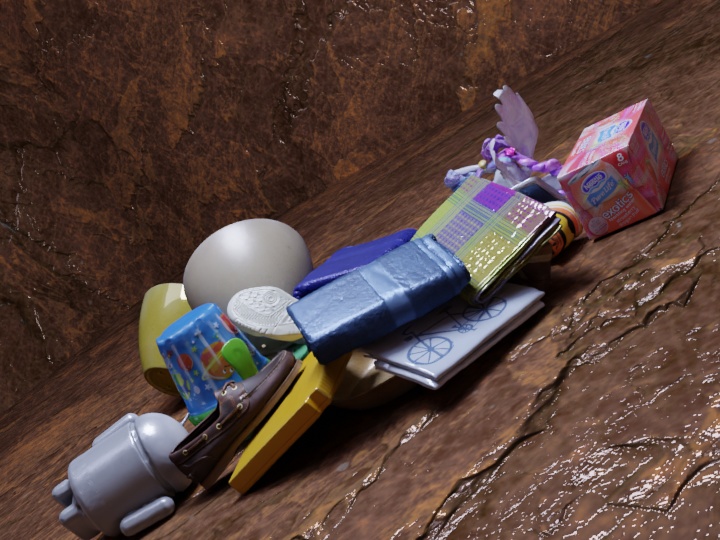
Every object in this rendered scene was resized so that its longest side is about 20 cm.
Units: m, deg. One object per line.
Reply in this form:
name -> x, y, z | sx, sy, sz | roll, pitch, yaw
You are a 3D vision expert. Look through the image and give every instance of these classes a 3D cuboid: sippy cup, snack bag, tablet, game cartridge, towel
sippy cup -> -0.205, 0.121, 1.272 | 0.177, 0.131, 0.140 | -28, 12, 24
snack bag -> 0.080, 0.058, 1.068 | 0.188, 0.022, 0.199 | -34, 30, -31
tablet -> 0.191, -0.066, 1.313 | 0.199, 0.130, 0.014 | -25, 58, 31
game cartridge -> -0.071, 0.154, 1.122 | 0.176, 0.032, 0.200 | -48, 9, 27
towel -> 0.022, 0.034, 1.060 | 0.198, 0.049, 0.112 | -27, 31, -8
towel -> 0.000, 0.000, 1.351 | 0.146, 0.050, 0.200 | -17, 11, 24
towel -> 0.141, -0.040, 1.121 | 0.144, 0.023, 0.200 | -46, 30, -2

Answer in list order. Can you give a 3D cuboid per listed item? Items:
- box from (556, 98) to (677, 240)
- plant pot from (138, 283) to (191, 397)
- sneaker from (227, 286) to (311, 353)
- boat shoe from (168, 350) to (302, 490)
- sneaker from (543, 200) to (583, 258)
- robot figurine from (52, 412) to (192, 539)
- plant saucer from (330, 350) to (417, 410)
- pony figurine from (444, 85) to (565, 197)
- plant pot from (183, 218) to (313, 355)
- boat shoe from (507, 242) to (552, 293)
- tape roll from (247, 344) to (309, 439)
box -> 0.336, -0.134, 1.206 | 0.102, 0.095, 0.200 | -24, 14, 33
plant pot -> -0.315, 0.140, 1.668 | 0.199, 0.200, 0.143 | -22, 41, 41
sneaker -> -0.079, 0.083, 1.270 | 0.197, 0.112, 0.077 | 4, 58, 3
boat shoe -> -0.154, 0.173, 1.148 | 0.200, 0.070, 0.070 | -51, 4, -2
sneaker -> 0.191, -0.031, 1.230 | 0.199, 0.070, 0.090 | -20, 15, 44
robot figurine -> -0.294, 0.262, 1.206 | 0.199, 0.113, 0.170 | -34, 52, -5
plant saucer -> 0.041, 0.111, 1.129 | 0.199, 0.036, 0.200 | -32, 11, 7
pony figurine -> 0.219, -0.139, 1.350 | 0.199, 0.193, 0.168 | -24, 36, 43
plant pot -> -0.147, 0.045, 1.376 | 0.199, 0.201, 0.135 | -32, 46, 1
boat shoe -> 0.160, 0.004, 1.162 | 0.072, 0.073, 0.199 | -10, 6, -37
tape roll -> -0.145, 0.175, 1.340 | 0.199, 0.048, 0.201 | -31, 12, 7
